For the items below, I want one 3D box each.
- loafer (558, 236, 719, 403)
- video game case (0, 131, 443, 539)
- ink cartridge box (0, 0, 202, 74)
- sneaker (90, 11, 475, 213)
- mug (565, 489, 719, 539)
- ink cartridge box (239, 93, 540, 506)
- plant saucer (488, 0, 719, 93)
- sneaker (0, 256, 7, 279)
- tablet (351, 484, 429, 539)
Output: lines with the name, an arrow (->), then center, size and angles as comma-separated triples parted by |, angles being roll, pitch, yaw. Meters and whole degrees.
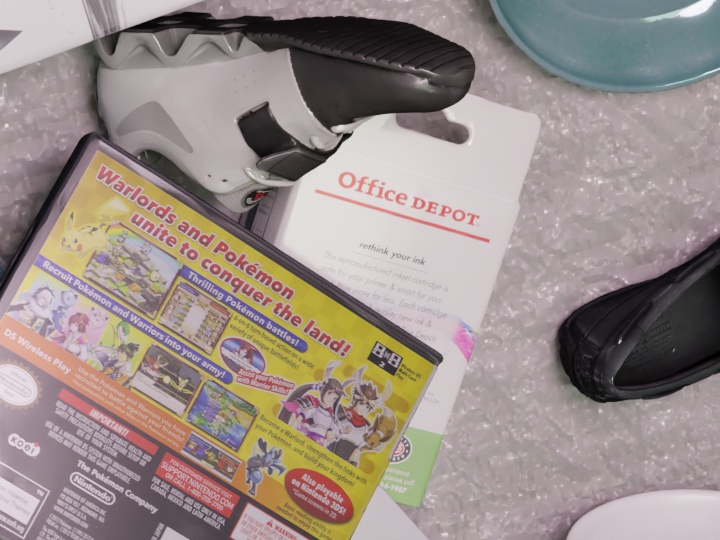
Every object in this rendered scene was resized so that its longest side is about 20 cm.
loafer -> 0.197, 0.014, 1.370 | 0.200, 0.070, 0.068 | -26, 111, -11
video game case -> -0.084, 0.067, 1.215 | 0.199, 0.025, 0.182 | 33, 74, -16
ink cartridge box -> -0.155, -0.171, 1.197 | 0.199, 0.084, 0.145 | -21, 108, -13
sneaker -> -0.034, -0.070, 1.219 | 0.074, 0.199, 0.089 | -18, 109, -53
mug -> 0.148, 0.220, 1.379 | 0.198, 0.148, 0.177 | 6, 111, 11
ink cartridge box -> 0.000, 0.000, 1.301 | 0.116, 0.067, 0.201 | 16, 99, -20
plant saucer -> 0.147, -0.181, 1.297 | 0.198, 0.036, 0.201 | -10, 128, -13
sneaker -> -0.220, -0.011, 1.212 | 0.199, 0.090, 0.079 | 34, 91, -20
tablet -> -0.046, 0.193, 1.322 | 0.200, 0.014, 0.130 | -38, 141, 1
